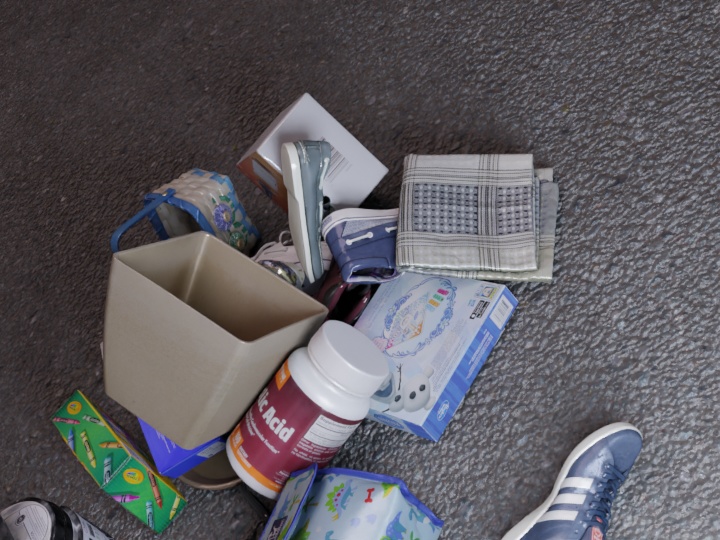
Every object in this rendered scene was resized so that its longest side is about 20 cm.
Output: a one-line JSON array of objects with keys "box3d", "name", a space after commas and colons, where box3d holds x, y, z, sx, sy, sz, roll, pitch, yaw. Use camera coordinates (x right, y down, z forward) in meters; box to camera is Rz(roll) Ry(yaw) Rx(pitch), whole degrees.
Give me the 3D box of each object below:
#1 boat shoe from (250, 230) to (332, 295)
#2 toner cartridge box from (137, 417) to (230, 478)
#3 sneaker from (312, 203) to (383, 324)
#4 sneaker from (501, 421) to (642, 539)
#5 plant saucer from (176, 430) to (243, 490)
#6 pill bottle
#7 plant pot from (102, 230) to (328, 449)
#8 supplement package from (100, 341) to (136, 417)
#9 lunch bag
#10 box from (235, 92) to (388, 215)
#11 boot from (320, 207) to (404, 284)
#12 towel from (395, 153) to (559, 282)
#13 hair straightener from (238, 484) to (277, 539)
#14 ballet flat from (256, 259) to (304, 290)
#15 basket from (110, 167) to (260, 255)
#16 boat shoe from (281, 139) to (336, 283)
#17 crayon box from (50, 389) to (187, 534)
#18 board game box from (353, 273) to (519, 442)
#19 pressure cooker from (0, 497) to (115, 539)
[{"box3d": [-0.106, -0.012, 1.910, 0.200, 0.075, 0.087, -11, 48, 31], "name": "boat shoe"}, {"box3d": [-0.243, 0.153, 1.764, 0.094, 0.043, 0.201, -30, 66, 10], "name": "toner cartridge box"}, {"box3d": [0.000, 0.000, 1.777, 0.201, 0.075, 0.115, -67, 14, -15], "name": "sneaker"}, {"box3d": [0.225, 0.245, 1.373, 0.201, 0.075, 0.084, -53, 36, 3], "name": "sneaker"}, {"box3d": [-0.174, 0.182, 1.771, 0.198, 0.029, 0.202, -8, 69, 22], "name": "plant saucer"}, {"box3d": [-0.061, 0.163, 1.621, 0.201, 0.114, 0.115, -53, 33, 20], "name": "pill bottle"}, {"box3d": [-0.190, 0.090, 1.634, 0.199, 0.200, 0.178, 31, 112, 19], "name": "plant pot"}, {"box3d": [-0.238, 0.107, 1.880, 0.199, 0.114, 0.110, -35, 39, 8], "name": "supplement package"}, {"box3d": [-0.037, 0.306, 1.497, 0.199, 0.128, 0.171, 2, 55, 43], "name": "lunch bag"}, {"box3d": [-0.070, -0.139, 1.878, 0.107, 0.152, 0.200, -49, 8, -10], "name": "box"}, {"box3d": [0.051, -0.028, 1.739, 0.073, 0.198, 0.091, 116, 140, -49], "name": "boot"}, {"box3d": [0.145, -0.070, 1.702, 0.198, 0.035, 0.194, 4, 49, 4], "name": "towel"}, {"box3d": [-0.100, 0.315, 1.627, 0.077, 0.041, 0.200, -42, 42, 1], "name": "hair straightener"}, {"box3d": [-0.102, 0.028, 1.789, 0.071, 0.201, 0.073, 1, 58, -2], "name": "ballet flat"}, {"box3d": [-0.252, -0.041, 1.986, 0.138, 0.177, 0.200, 19, 56, 45], "name": "basket"}, {"box3d": [-0.057, -0.074, 1.744, 0.061, 0.202, 0.073, -15, 34, -14], "name": "boat shoe"}, {"box3d": [-0.318, 0.248, 1.812, 0.058, 0.119, 0.200, -47, 37, -7], "name": "crayon box"}, {"box3d": [0.066, 0.094, 1.680, 0.198, 0.043, 0.201, 13, 64, 48], "name": "board game box"}, {"box3d": [-0.394, 0.379, 1.687, 0.175, 0.200, 0.180, -13, 45, 34], "name": "pressure cooker"}]
